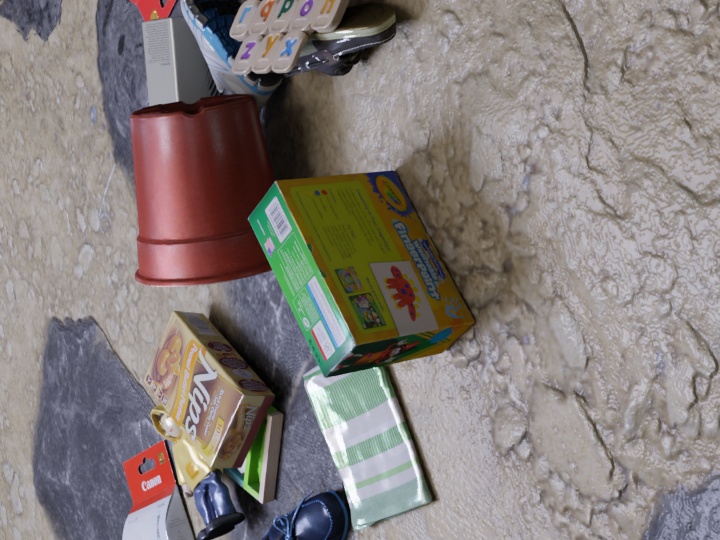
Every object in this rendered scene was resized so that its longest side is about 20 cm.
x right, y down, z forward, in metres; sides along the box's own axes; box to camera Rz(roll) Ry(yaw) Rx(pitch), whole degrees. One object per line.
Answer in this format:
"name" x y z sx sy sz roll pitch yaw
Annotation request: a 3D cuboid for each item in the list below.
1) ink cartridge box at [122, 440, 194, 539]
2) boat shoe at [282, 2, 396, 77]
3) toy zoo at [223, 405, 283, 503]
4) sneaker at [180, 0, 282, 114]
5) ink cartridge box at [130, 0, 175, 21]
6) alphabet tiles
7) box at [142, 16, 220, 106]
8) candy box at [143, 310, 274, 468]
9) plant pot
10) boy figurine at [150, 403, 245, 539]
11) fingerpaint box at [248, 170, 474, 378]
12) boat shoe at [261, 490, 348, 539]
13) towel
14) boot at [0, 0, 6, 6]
"ink cartridge box" -0.315 0.372 2.012 0.162 0.057 0.200 -32 77 51
"boat shoe" -0.027 -0.247 1.484 0.201 0.072 0.066 3 124 48
"toy zoo" -0.173 0.208 1.810 0.200 0.020 0.131 31 121 45
"sneaker" -0.170 -0.268 1.661 0.200 0.075 0.087 58 143 27
"ink cartridge box" -0.304 -0.435 1.817 0.161 0.050 0.200 -51 56 45
"alphabet tiles" -0.071 -0.303 1.492 0.200 0.015 0.196 7 72 52
"box" -0.227 -0.226 1.744 0.082 0.068 0.200 8 105 52
"candy box" -0.202 0.154 1.770 0.200 0.055 0.116 44 116 42
"plant pot" -0.183 -0.100 1.588 0.201 0.200 0.196 8 111 52
"boy figurine" -0.219 0.258 1.813 0.124 0.064 0.200 -44 66 51
"fingerpaint box" 0.000 0.000 1.416 0.073 0.167 0.200 -48 61 43
"boat shoe" -0.081 0.343 1.680 0.084 0.069 0.200 60 138 25
"towel" 0.004 0.193 1.574 0.152 0.023 0.200 -34 71 50
"boot" -0.644 -0.487 2.235 0.200 0.066 0.175 45 131 36
